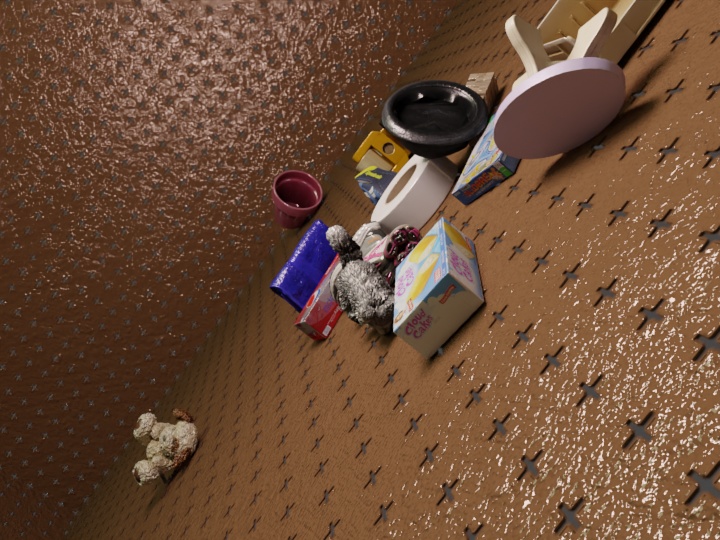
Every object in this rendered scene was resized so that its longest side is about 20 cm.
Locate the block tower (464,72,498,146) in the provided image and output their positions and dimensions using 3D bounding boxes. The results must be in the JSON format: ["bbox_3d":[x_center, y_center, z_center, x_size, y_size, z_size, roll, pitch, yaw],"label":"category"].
[{"bbox_3d":[0.233,-0.334,1.471,0.057,0.054,0.201,1,44,25],"label":"block tower"}]

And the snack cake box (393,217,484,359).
[{"bbox_3d":[0.106,0.019,1.015,0.115,0.067,0.200,-48,14,21],"label":"snack cake box"}]

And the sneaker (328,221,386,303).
[{"bbox_3d":[0.000,0.000,1.436,0.074,0.079,0.201,-12,-40,-44],"label":"sneaker"}]

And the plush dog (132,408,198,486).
[{"bbox_3d":[-0.505,0.474,1.934,0.171,0.160,0.201,-30,51,28],"label":"plush dog"}]

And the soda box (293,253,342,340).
[{"bbox_3d":[-0.059,0.049,1.535,0.201,0.063,0.070,-58,15,-22],"label":"soda box"}]

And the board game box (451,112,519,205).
[{"bbox_3d":[0.239,-0.217,1.229,0.135,0.034,0.201,-35,23,55],"label":"board game box"}]

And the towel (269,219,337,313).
[{"bbox_3d":[-0.092,0.004,1.589,0.049,0.147,0.201,-14,40,58],"label":"towel"}]

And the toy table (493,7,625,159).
[{"bbox_3d":[0.262,-0.249,0.957,0.199,0.183,0.118,-20,49,46],"label":"toy table"}]

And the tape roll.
[{"bbox_3d":[0.108,-0.156,1.462,0.203,0.071,0.203,-50,13,15],"label":"tape roll"}]

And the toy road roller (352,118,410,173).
[{"bbox_3d":[0.080,-0.320,1.899,0.201,0.123,0.146,-52,-2,3],"label":"toy road roller"}]

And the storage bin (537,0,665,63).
[{"bbox_3d":[0.370,-0.396,1.100,0.201,0.093,0.199,-53,12,3],"label":"storage bin"}]

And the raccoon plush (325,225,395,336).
[{"bbox_3d":[-0.007,0.017,1.177,0.097,0.200,0.134,-40,-1,-5],"label":"raccoon plush"}]

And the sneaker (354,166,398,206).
[{"bbox_3d":[0.059,-0.197,1.764,0.074,0.083,0.200,-31,29,-10],"label":"sneaker"}]

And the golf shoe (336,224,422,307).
[{"bbox_3d":[0.035,-0.002,1.332,0.200,0.073,0.092,-44,7,1],"label":"golf shoe"}]

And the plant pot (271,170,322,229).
[{"bbox_3d":[-0.266,-0.269,2.868,0.201,0.199,0.179,-63,1,-38],"label":"plant pot"}]

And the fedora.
[{"bbox_3d":[0.141,-0.275,1.364,0.092,0.199,0.201,82,-150,-53],"label":"fedora"}]
